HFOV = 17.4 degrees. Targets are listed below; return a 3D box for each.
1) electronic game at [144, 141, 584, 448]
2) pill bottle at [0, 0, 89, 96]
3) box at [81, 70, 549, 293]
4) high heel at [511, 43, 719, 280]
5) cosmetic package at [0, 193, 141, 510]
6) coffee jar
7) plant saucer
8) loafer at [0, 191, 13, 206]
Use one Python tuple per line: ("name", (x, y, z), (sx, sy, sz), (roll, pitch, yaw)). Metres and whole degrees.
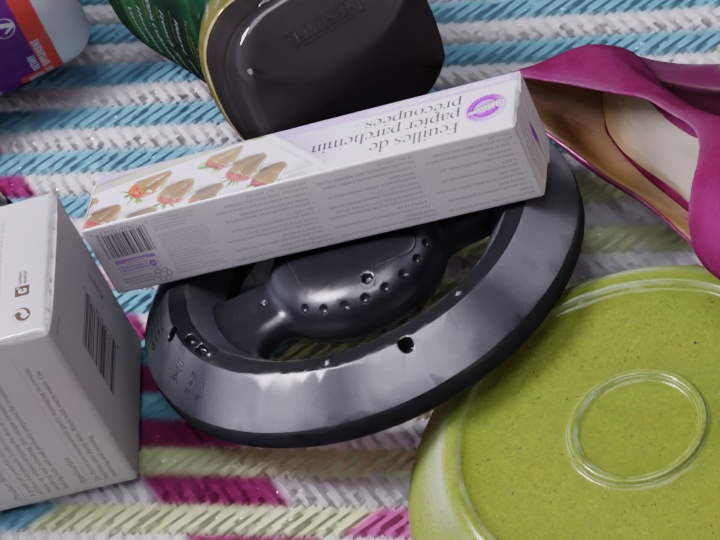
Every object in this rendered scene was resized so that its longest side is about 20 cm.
("electronic game", (0.000, 0.000, 1.009), (0.200, 0.042, 0.200), (-17, 37, 13))
("pill bottle", (-0.243, -0.116, 1.168), (0.200, 0.112, 0.112), (-28, 46, -3))
("box", (-0.020, -0.036, 0.996), (0.200, 0.041, 0.039), (-14, 38, 19))
("high heel", (0.114, -0.043, 0.953), (0.096, 0.067, 0.200), (0, 30, -2))
("cosmetic package", (-0.205, 0.052, 1.008), (0.200, 0.108, 0.085), (-12, 47, 10))
("coffee jar", (-0.044, -0.123, 1.088), (0.104, 0.085, 0.200), (-31, 33, -9))
("plant saucer", (0.111, 0.068, 0.918), (0.200, 0.031, 0.200), (-12, 46, 13))
("loafer", (-0.251, 0.009, 1.094), (0.200, 0.063, 0.072), (-24, 46, 0))
